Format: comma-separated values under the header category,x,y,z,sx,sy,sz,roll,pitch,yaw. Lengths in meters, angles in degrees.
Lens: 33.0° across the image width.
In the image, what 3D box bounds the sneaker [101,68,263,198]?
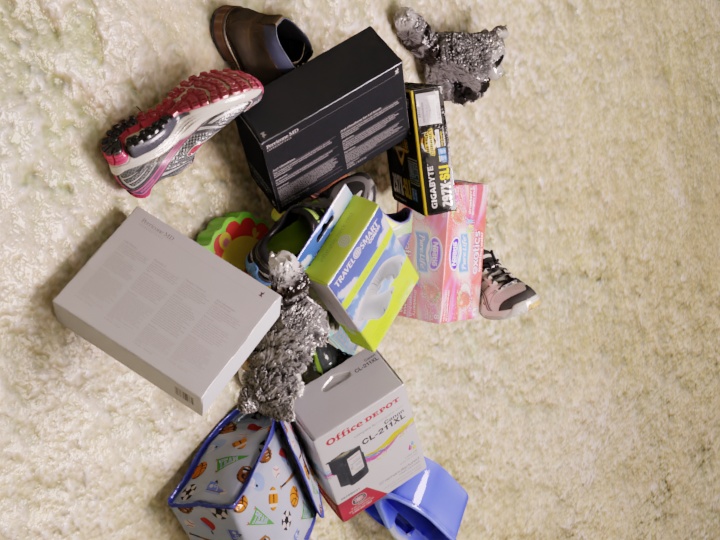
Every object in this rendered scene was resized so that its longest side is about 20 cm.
category,x,y,z,sx,sy,sz,roll,pitch,yaw
sneaker,-0.196,-0.160,1.368,0.199,0.081,0.075,-33,130,-15

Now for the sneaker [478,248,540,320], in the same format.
category,x,y,z,sx,sy,sz,roll,pitch,yaw
sneaker,0.193,0.015,1.817,0.075,0.199,0.089,-21,107,-22

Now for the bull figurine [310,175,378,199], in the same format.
category,x,y,z,sx,sy,sz,roll,pitch,yaw
bull figurine,-0.015,-0.176,1.601,0.121,0.065,0.202,33,77,-40

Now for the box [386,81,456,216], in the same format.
category,x,y,z,sx,sy,sz,roll,pitch,yaw
box,0.074,-0.165,1.614,0.049,0.200,0.162,-11,102,-9

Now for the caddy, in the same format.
category,x,y,z,sx,sy,sz,roll,pitch,yaw
caddy,0.069,0.341,1.764,0.200,0.140,0.106,49,56,-43

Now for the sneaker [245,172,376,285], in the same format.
category,x,y,z,sx,sy,sz,roll,pitch,yaw
sneaker,-0.052,-0.053,1.477,0.199,0.083,0.071,-37,85,-24

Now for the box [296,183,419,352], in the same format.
category,x,y,z,sx,sy,sz,roll,pitch,yaw
box,0.000,0.000,1.492,0.123,0.047,0.200,-58,148,-17

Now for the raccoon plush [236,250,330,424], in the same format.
category,x,y,z,sx,sy,sz,roll,pitch,yaw
raccoon plush,-0.108,0.083,1.400,0.201,0.095,0.135,67,35,-52

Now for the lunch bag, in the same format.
category,x,y,z,sx,sy,sz,roll,pitch,yaw
lunch bag,-0.125,0.275,1.531,0.201,0.122,0.171,-61,139,-46

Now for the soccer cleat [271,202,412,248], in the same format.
category,x,y,z,sx,sy,sz,roll,pitch,yaw
soccer cleat,-0.022,-0.069,1.570,0.198,0.065,0.085,11,110,-27

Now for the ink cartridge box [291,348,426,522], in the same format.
category,x,y,z,sx,sy,sz,roll,pitch,yaw
ink cartridge box,-0.004,0.221,1.622,0.145,0.083,0.201,-31,139,-13

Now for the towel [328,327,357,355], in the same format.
category,x,y,z,sx,sy,sz,roll,pitch,yaw
towel,-0.039,0.023,1.655,0.200,0.021,0.148,51,58,-43

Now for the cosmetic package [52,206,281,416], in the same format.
category,x,y,z,sx,sy,sz,roll,pitch,yaw
cosmetic package,-0.208,0.041,1.318,0.151,0.199,0.052,-53,167,-27

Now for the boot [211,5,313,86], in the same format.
category,x,y,z,sx,sy,sz,roll,pitch,yaw
boot,-0.095,-0.235,1.470,0.075,0.096,0.201,-60,137,-24

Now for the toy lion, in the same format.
category,x,y,z,sx,sy,sz,roll,pitch,yaw
toy lion,-0.168,0.021,1.472,0.199,0.068,0.195,15,79,-51

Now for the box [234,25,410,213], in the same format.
category,x,y,z,sx,sy,sz,roll,pitch,yaw
box,-0.044,-0.181,1.468,0.199,0.079,0.142,-31,152,-13

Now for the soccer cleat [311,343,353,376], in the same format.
category,x,y,z,sx,sy,sz,roll,pitch,yaw
soccer cleat,-0.012,0.141,1.656,0.080,0.068,0.201,-29,139,3

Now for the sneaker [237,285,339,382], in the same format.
category,x,y,z,sx,sy,sz,roll,pitch,yaw
sneaker,-0.074,0.077,1.554,0.200,0.088,0.075,-50,133,-14

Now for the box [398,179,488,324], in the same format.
category,x,y,z,sx,sy,sz,roll,pitch,yaw
box,0.115,-0.031,1.774,0.102,0.094,0.203,-4,101,-49

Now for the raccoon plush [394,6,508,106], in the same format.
category,x,y,z,sx,sy,sz,roll,pitch,yaw
raccoon plush,0.143,-0.338,1.741,0.201,0.096,0.135,54,49,-40
